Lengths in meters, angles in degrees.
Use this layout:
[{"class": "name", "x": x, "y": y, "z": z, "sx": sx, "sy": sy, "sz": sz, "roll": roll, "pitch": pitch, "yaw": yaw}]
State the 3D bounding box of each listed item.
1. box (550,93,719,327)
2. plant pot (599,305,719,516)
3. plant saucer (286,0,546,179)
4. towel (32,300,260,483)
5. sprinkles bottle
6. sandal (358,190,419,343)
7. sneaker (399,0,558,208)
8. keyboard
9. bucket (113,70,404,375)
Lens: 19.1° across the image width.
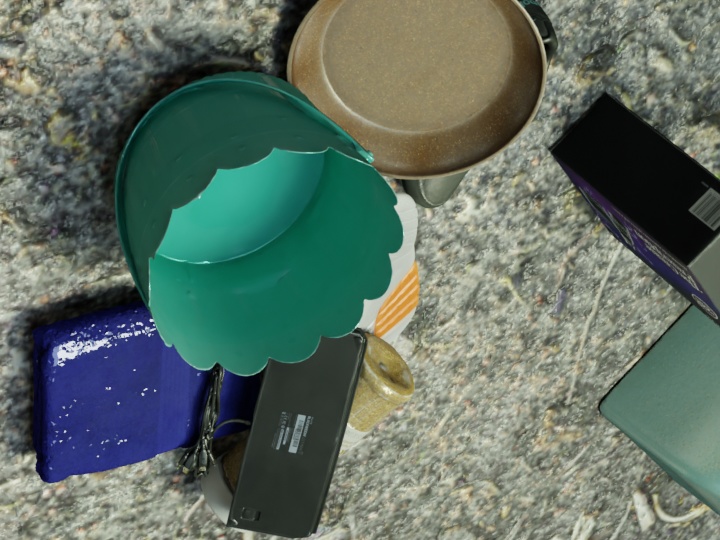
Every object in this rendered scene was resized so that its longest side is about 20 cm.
[{"class": "box", "x": 0.269, "y": -0.042, "z": 1.819, "sx": 0.079, "sy": 0.200, "sz": 0.141, "roll": -45, "pitch": 135, "yaw": 1}, {"class": "plant pot", "x": 0.392, "y": 0.155, "z": 2.053, "sx": 0.196, "sy": 0.200, "sz": 0.196, "roll": -47, "pitch": 135, "yaw": 2}, {"class": "plant saucer", "x": 0.043, "y": -0.160, "z": 1.641, "sx": 0.199, "sy": 0.037, "sz": 0.201, "roll": 1, "pitch": 131, "yaw": 1}, {"class": "towel", "x": -0.171, "y": 0.083, "z": 1.706, "sx": 0.199, "sy": 0.050, "sz": 0.149, "roll": -14, "pitch": 125, "yaw": -30}, {"class": "sprinkles bottle", "x": -0.045, "y": 0.136, "z": 1.778, "sx": 0.200, "sy": 0.068, "sz": 0.068, "roll": -42, "pitch": 139, "yaw": 24}, {"class": "sandal", "x": 0.006, "y": -0.004, "z": 1.756, "sx": 0.079, "sy": 0.059, "sz": 0.207, "roll": -32, "pitch": 149, "yaw": -29}, {"class": "sneaker", "x": 0.094, "y": -0.131, "z": 1.716, "sx": 0.075, "sy": 0.079, "sz": 0.201, "roll": 6, "pitch": 119, "yaw": -40}, {"class": "keyboard", "x": -0.075, "y": 0.123, "z": 1.724, "sx": 0.126, "sy": 0.021, "sz": 0.201, "roll": 12, "pitch": 113, "yaw": -9}, {"class": "bucket", "x": -0.084, "y": -0.041, "z": 1.595, "sx": 0.206, "sy": 0.135, "sz": 0.208, "roll": -14, "pitch": 129, "yaw": -18}]
